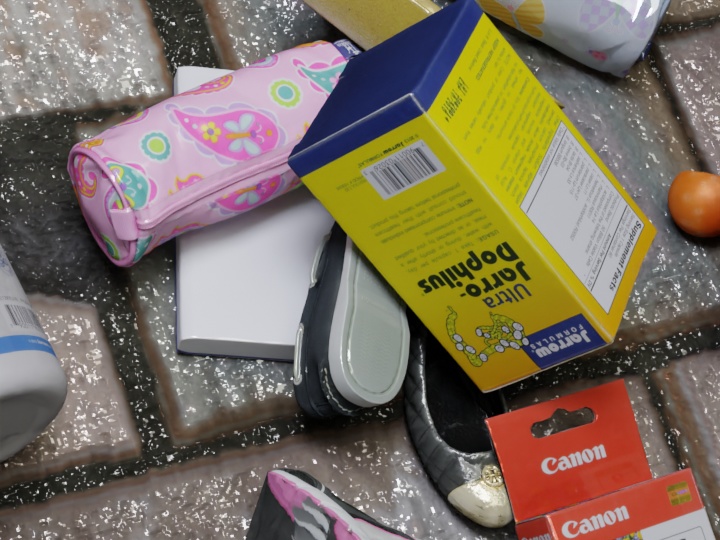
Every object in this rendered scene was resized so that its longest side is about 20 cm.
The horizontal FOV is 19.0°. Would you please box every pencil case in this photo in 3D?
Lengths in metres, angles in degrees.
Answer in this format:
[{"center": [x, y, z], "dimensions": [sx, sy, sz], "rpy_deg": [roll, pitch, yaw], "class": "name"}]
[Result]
[{"center": [-0.083, -0.076, 1.348], "dimensions": [0.199, 0.088, 0.088], "rpy_deg": [-24, 72, -26], "class": "pencil case"}, {"center": [0.125, -0.215, 1.517], "dimensions": [0.199, 0.083, 0.091], "rpy_deg": [25, 72, -1], "class": "pencil case"}]

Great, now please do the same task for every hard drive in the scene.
[{"center": [-0.055, -0.037, 1.401], "dimensions": [0.131, 0.025, 0.201], "rpy_deg": [5, 61, -15], "class": "hard drive"}]

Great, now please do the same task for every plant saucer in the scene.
[{"center": [0.037, -0.153, 1.425], "dimensions": [0.200, 0.200, 0.049], "rpy_deg": [38, 98, 6], "class": "plant saucer"}]

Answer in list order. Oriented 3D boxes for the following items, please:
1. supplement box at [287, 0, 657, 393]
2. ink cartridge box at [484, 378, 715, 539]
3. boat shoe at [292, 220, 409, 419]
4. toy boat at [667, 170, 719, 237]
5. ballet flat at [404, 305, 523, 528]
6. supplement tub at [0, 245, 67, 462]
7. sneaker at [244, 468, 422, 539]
[{"center": [0.071, -0.044, 1.307], "dimensions": [0.200, 0.109, 0.109], "rpy_deg": [49, 42, -18], "class": "supplement box"}, {"center": [0.159, 0.170, 1.315], "dimensions": [0.109, 0.050, 0.201], "rpy_deg": [-15, 83, -23], "class": "ink cartridge box"}, {"center": [0.000, 0.000, 1.345], "dimensions": [0.076, 0.060, 0.201], "rpy_deg": [38, 50, -27], "class": "boat shoe"}, {"center": [0.273, -0.043, 1.464], "dimensions": [0.130, 0.131, 0.200], "rpy_deg": [12, 55, 24], "class": "toy boat"}, {"center": [0.060, 0.066, 1.361], "dimensions": [0.066, 0.057, 0.201], "rpy_deg": [-5, 65, -23], "class": "ballet flat"}, {"center": [-0.266, 0.016, 1.248], "dimensions": [0.131, 0.132, 0.201], "rpy_deg": [-21, 69, -25], "class": "supplement tub"}, {"center": [0.021, 0.190, 1.285], "dimensions": [0.200, 0.081, 0.086], "rpy_deg": [40, 27, 15], "class": "sneaker"}]
